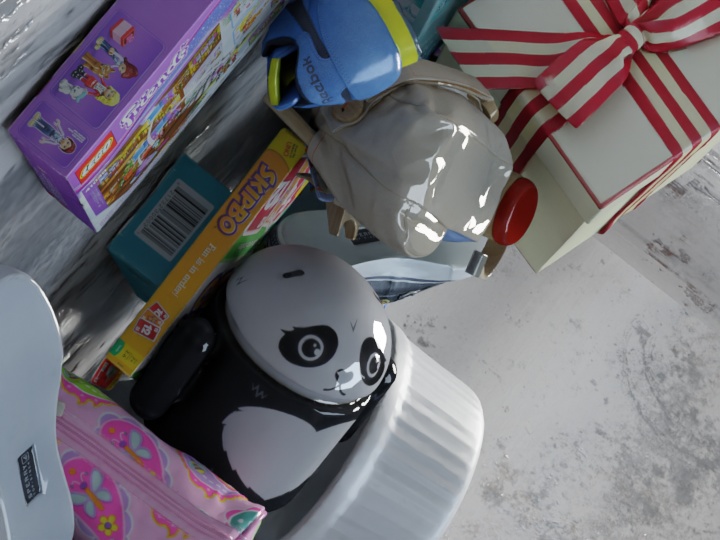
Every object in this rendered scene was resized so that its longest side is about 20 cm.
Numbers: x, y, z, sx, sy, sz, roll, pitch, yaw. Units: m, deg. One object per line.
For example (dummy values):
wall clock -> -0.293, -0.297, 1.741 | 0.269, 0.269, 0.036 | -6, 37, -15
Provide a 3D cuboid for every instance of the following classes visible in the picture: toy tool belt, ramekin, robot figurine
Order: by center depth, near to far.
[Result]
toy tool belt -> 0.026, -0.071, 1.128 | 0.200, 0.122, 0.126 | 17, 98, -64
robot figurine -> -0.063, 0.078, 1.177 | 0.200, 0.125, 0.150 | -53, 175, 27
ramekin -> 0.004, 0.144, 1.332 | 0.201, 0.097, 0.201 | -51, -163, 23

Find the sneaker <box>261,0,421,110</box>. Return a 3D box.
sneaker -> -0.033, -0.132, 1.021 | 0.078, 0.066, 0.200 | -33, -159, -6

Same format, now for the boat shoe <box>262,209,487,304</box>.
boat shoe -> 0.000, 0.000, 1.294 | 0.199, 0.071, 0.091 | -3, 144, -40

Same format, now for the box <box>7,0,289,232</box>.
box -> -0.090, -0.118, 0.906 | 0.200, 0.039, 0.137 | -51, 176, -9

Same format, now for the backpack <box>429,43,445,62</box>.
backpack -> 0.089, -0.216, 1.389 | 0.201, 0.126, 0.167 | -56, 172, 2

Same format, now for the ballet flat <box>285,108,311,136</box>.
ballet flat -> -0.052, -0.079, 1.462 | 0.200, 0.069, 0.069 | -55, 174, 39

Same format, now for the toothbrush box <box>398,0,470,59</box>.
toothbrush box -> 0.046, -0.222, 1.180 | 0.147, 0.085, 0.200 | -50, 173, -35

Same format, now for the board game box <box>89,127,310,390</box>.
board game box -> -0.101, 0.001, 1.171 | 0.200, 0.030, 0.096 | -50, 175, -5

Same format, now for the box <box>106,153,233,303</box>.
box -> -0.124, -0.015, 1.270 | 0.082, 0.049, 0.200 | -51, 175, -8

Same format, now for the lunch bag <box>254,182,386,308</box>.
lunch bag -> -0.004, -0.032, 1.400 | 0.201, 0.082, 0.160 | -59, 159, 15

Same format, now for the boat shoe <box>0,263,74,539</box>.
boat shoe -> -0.212, 0.078, 1.003 | 0.075, 0.086, 0.203 | -41, 140, -41

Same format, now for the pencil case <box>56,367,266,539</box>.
pencil case -> -0.157, 0.126, 1.107 | 0.088, 0.199, 0.087 | -53, 180, 0

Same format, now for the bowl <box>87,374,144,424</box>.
bowl -> -0.186, 0.143, 1.374 | 0.200, 0.091, 0.202 | -23, 149, -14

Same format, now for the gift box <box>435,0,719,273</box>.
gift box -> 0.144, -0.133, 1.232 | 0.184, 0.200, 0.187 | -38, 175, -19
